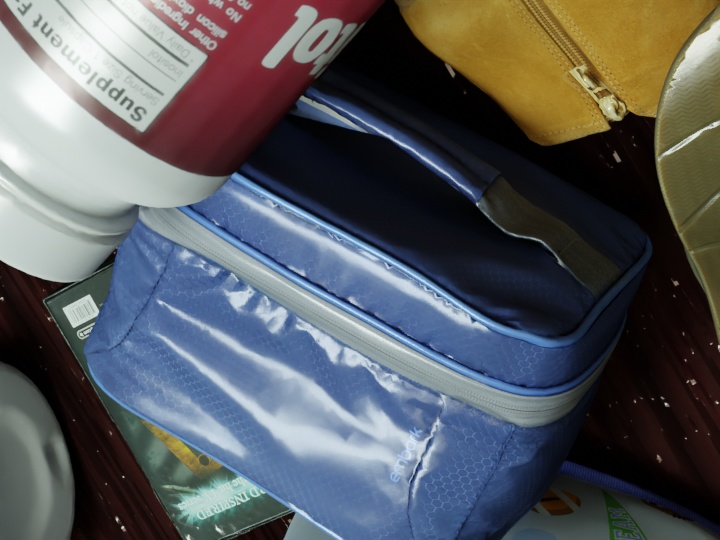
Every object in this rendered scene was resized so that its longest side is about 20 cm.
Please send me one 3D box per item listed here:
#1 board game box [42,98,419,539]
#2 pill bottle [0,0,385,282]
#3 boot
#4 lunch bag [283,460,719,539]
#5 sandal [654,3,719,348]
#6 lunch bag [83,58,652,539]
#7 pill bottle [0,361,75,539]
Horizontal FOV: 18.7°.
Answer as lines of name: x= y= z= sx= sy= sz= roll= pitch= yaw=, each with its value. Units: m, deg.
board game box: x=-0.027 y=0.030 z=0.936 sx=0.199 sy=0.028 sz=0.136 roll=-25 pitch=98 yaw=29
pill bottle: x=-0.058 y=-0.095 z=0.700 sx=0.113 sy=0.113 sz=0.200 roll=44 pitch=110 yaw=3
boot: x=0.097 y=-0.128 z=0.753 sx=0.201 sy=0.071 sz=0.144 roll=-29 pitch=123 yaw=37
lunch bag: x=0.060 y=0.162 z=0.855 sx=0.199 sy=0.170 sz=0.124 roll=14 pitch=128 yaw=8
sandal: x=0.154 y=-0.027 z=0.803 sx=0.080 sy=0.054 sz=0.201 roll=-6 pitch=133 yaw=14
lunch bag: x=0.000 y=0.000 z=0.819 sx=0.199 sy=0.136 sz=0.133 roll=29 pitch=118 yaw=12
pill bottle: x=-0.242 y=0.110 z=1.017 sx=0.199 sy=0.113 sz=0.114 roll=-11 pitch=105 yaw=27
